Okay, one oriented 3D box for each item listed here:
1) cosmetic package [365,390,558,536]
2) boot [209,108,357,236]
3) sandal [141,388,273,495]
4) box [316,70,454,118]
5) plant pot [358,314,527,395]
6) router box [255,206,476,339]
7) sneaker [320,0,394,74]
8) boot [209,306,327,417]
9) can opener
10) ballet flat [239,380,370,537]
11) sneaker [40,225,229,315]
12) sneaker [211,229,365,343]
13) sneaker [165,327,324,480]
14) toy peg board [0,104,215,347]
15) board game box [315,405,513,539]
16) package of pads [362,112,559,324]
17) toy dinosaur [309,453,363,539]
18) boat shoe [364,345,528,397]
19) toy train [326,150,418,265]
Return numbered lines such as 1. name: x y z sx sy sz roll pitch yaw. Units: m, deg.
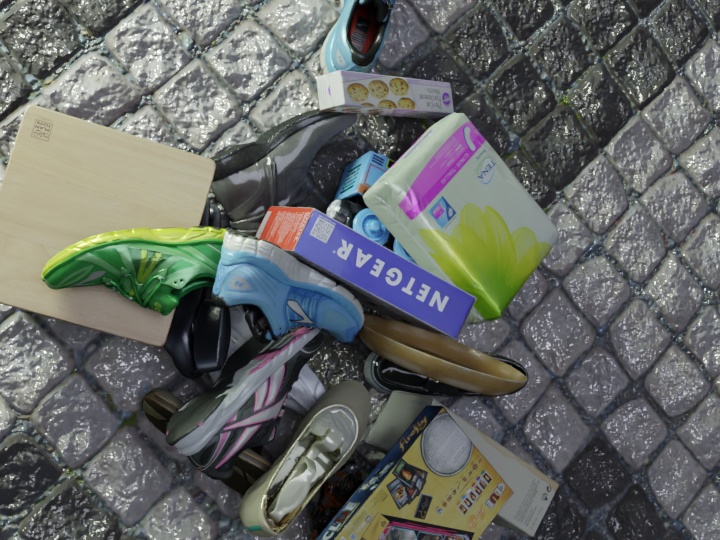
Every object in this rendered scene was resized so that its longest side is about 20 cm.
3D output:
1. cosmetic package: 0.117 0.221 1.379 0.200 0.103 0.073 37 75 -22
2. boot: -0.074 -0.101 1.370 0.199 0.070 0.132 -28 103 -13
3. sandal: -0.148 0.184 1.315 0.200 0.080 0.054 39 53 -10
4. box: 0.031 -0.200 1.377 0.200 0.039 0.042 -3 87 -48
5. plant pot: 0.083 0.094 1.307 0.199 0.200 0.028 17 96 -19
6. router box: 0.000 0.000 1.273 0.199 0.179 0.049 28 85 -18
7. sneaker: 0.016 -0.314 1.390 0.078 0.090 0.201 13 82 -19
8. boot: -0.109 0.124 1.336 0.095 0.074 0.200 -40 92 -13
9. can opener: -0.170 0.019 1.289 0.078 0.063 0.201 -3 66 9
10. ballet flat: -0.049 0.198 1.268 0.069 0.069 0.200 42 72 -13
11. sneaker: -0.209 0.003 1.174 0.199 0.074 0.084 -5 82 -14
12. sneaker: -0.078 0.034 1.208 0.200 0.078 0.090 31 81 -42
13. sneaker: -0.111 0.137 1.266 0.200 0.080 0.087 -41 115 -19
14. toy peg board: -0.276 -0.041 1.251 0.199 0.098 0.200 17 81 -11
15. board game box: 0.058 0.261 1.266 0.200 0.035 0.136 -47 109 -23
16. package of pads: 0.119 -0.061 1.353 0.200 0.068 0.155 50 56 -10
17. toy dinosaur: -0.012 0.304 1.330 0.102 0.136 0.201 -24 119 -21
18. boat shoe: 0.104 0.117 1.417 0.199 0.057 0.069 4 85 -21
19. toy train: 0.056 -0.050 1.398 0.199 0.087 0.115 26 69 -19
